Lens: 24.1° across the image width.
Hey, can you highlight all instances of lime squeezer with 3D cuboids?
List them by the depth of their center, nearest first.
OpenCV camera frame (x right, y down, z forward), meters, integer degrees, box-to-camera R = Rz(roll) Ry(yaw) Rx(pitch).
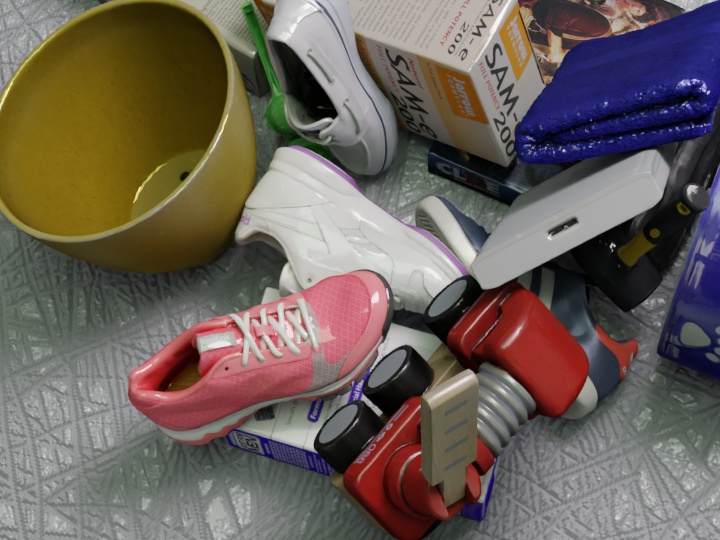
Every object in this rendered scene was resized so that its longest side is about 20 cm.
[{"bbox_3d":[-0.053,-0.104,1.291,0.037,0.071,0.202,-22,85,16],"label":"lime squeezer"}]

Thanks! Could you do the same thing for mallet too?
[{"bbox_3d":[0.188,-0.030,1.141,0.041,0.200,0.066,-41,78,-15],"label":"mallet"}]

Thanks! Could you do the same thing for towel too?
[{"bbox_3d":[0.197,-0.129,1.194,0.147,0.200,0.050,-15,108,26],"label":"towel"}]

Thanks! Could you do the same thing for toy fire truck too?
[{"bbox_3d":[0.069,0.083,1.061,0.176,0.200,0.129,-47,107,-14],"label":"toy fire truck"}]

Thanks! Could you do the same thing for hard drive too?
[{"bbox_3d":[0.151,-0.048,1.158,0.131,0.200,0.026,-28,96,18],"label":"hard drive"}]

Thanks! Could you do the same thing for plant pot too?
[{"bbox_3d":[-0.153,-0.077,1.241,0.198,0.142,0.202,-11,59,19],"label":"plant pot"}]

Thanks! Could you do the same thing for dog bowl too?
[{"bbox_3d":[0.275,-0.021,1.177,0.078,0.200,0.201,20,70,11],"label":"dog bowl"}]

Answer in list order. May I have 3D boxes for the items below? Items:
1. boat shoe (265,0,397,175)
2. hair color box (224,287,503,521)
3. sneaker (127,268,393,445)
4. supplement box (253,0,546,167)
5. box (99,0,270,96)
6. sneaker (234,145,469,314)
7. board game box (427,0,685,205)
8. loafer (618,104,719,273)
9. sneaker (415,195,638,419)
[{"bbox_3d":[-0.030,-0.126,1.228,0.073,0.201,0.067,16,60,31],"label":"boat shoe"},{"bbox_3d":[0.009,0.096,1.218,0.198,0.065,0.110,17,71,8],"label":"hair color box"},{"bbox_3d":[-0.070,0.058,1.140,0.199,0.087,0.074,-28,63,15],"label":"sneaker"},{"bbox_3d":[0.031,-0.167,1.263,0.199,0.126,0.074,23,70,30],"label":"supplement box"},{"bbox_3d":[-0.140,-0.229,1.354,0.199,0.068,0.082,33,73,15],"label":"box"},{"bbox_3d":[0.000,0.000,1.211,0.199,0.075,0.100,35,81,10],"label":"sneaker"},{"bbox_3d":[0.155,-0.141,1.320,0.134,0.035,0.201,23,71,12],"label":"board game box"},{"bbox_3d":[0.242,-0.088,1.279,0.068,0.070,0.202,12,69,49],"label":"loafer"},{"bbox_3d":[0.124,0.013,1.246,0.084,0.075,0.200,-35,75,-19],"label":"sneaker"}]
